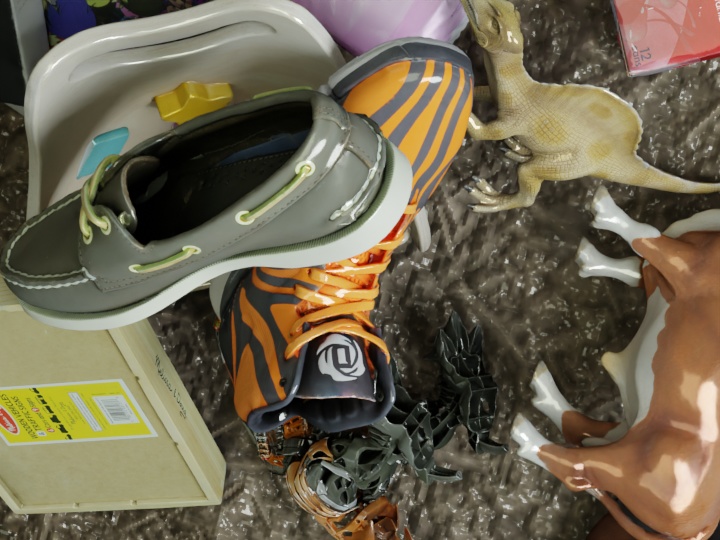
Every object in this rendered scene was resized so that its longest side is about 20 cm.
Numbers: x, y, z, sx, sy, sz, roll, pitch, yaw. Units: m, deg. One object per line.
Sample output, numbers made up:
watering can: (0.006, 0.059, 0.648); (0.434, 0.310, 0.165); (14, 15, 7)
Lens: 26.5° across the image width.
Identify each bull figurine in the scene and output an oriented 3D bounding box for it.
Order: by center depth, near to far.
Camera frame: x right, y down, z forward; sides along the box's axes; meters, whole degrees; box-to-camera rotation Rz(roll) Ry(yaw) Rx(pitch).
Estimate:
bull figurine: (0.154, 0.029, 0.733); (0.121, 0.065, 0.201); (20, 79, 8)

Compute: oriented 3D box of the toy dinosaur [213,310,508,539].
toy dinosaur: (0.001, 0.087, 0.799); (0.200, 0.102, 0.135); (47, 129, -12)

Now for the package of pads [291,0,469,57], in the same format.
package of pads: (-0.015, -0.189, 0.759); (0.199, 0.076, 0.121); (36, 100, 5)

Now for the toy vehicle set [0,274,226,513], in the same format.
toy vehicle set: (-0.154, 0.065, 0.778); (0.123, 0.201, 0.027); (-4, 53, 11)

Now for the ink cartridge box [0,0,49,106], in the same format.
ink cartridge box: (-0.201, -0.166, 0.697); (0.094, 0.037, 0.201); (11, 136, 9)

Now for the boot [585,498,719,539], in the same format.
boot: (0.128, 0.219, 0.743); (0.068, 0.188, 0.200); (28, 105, -40)

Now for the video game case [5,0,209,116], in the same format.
video game case: (-0.162, -0.165, 0.736); (0.181, 0.036, 0.200); (34, 137, -17)

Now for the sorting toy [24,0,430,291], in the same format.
sorting toy: (-0.075, -0.066, 0.716); (0.198, 0.180, 0.108); (-12, 68, -2)

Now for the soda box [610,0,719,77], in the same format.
soda box: (0.140, -0.198, 0.732); (0.070, 0.063, 0.201); (-13, 96, 14)

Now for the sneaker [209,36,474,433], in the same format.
sneaker: (0.000, 0.000, 0.671); (0.077, 0.113, 0.200); (10, 133, -26)

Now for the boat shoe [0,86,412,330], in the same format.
boat shoe: (-0.078, -0.027, 0.632); (0.201, 0.060, 0.073); (-14, 53, 29)

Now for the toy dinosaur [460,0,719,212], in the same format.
toy dinosaur: (0.100, -0.061, 0.739); (0.199, 0.059, 0.101); (31, 150, -31)
